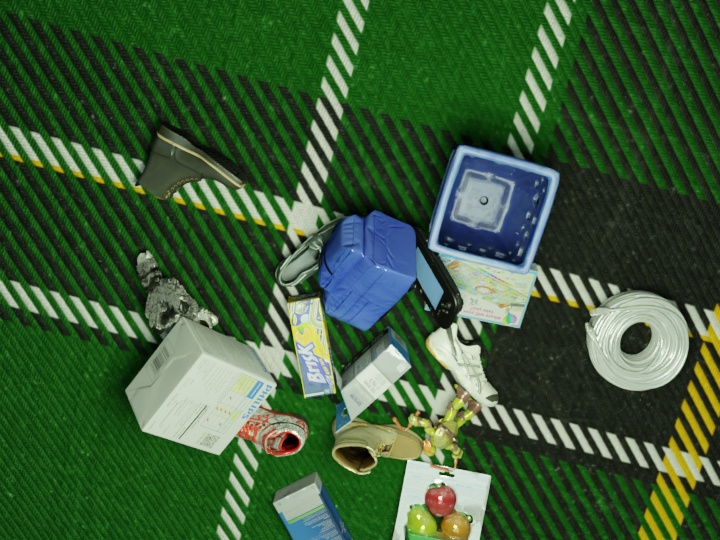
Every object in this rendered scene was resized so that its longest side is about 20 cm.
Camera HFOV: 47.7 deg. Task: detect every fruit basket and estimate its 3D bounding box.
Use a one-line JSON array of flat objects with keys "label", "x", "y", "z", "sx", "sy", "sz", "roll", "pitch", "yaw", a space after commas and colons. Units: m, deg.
[{"label": "fruit basket", "x": 0.168, "y": 0.512, "z": 1.719, "sx": 0.183, "sy": 0.094, "sz": 0.203, "roll": 10, "pitch": 86, "yaw": -2}]

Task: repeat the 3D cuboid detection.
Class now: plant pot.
[{"label": "plant pot", "x": 0.238, "y": -0.122, "z": 1.536, "sx": 0.197, "sy": 0.180, "sz": 0.202, "roll": 15, "pitch": 100, "yaw": -3}]

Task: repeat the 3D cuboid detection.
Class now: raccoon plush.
[{"label": "raccoon plush", "x": -0.360, "y": 0.053, "z": 1.641, "sx": 0.096, "sy": 0.134, "sz": 0.202, "roll": -25, "pitch": 68, "yaw": 20}]

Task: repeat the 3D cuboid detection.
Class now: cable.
[{"label": "cable", "x": 0.556, "y": 0.141, "z": 1.643, "sx": 0.198, "sy": 0.069, "sz": 0.202, "roll": -17, "pitch": 101, "yaw": 3}]

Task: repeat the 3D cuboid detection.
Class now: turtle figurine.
[{"label": "turtle figurine", "x": 0.168, "y": 0.313, "z": 1.649, "sx": 0.200, "sy": 0.064, "sz": 0.162, "roll": 43, "pitch": 81, "yaw": -24}]

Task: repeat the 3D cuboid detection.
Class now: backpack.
[{"label": "backpack", "x": 0.000, "y": 0.000, "z": 1.554, "sx": 0.166, "sy": 0.164, "sz": 0.200, "roll": 24, "pitch": 133, "yaw": -14}]

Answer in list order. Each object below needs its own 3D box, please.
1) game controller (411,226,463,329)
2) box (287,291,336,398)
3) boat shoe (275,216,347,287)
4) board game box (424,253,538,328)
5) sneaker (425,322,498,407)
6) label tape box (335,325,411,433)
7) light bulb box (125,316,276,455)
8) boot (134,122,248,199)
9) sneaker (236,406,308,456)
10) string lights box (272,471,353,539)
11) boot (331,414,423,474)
[{"label": "game controller", "x": 0.134, "y": 0.013, "z": 1.568, "sx": 0.042, "sy": 0.201, "sz": 0.105, "roll": -9, "pitch": 146, "yaw": -30}, {"label": "box", "x": -0.097, "y": 0.150, "z": 1.649, "sx": 0.069, "sy": 0.064, "sz": 0.203, "roll": -9, "pitch": 101, "yaw": 2}, {"label": "boat shoe", "x": -0.085, "y": -0.033, "z": 1.614, "sx": 0.199, "sy": 0.062, "sz": 0.073, "roll": -35, "pitch": 99, "yaw": 7}, {"label": "board game box", "x": 0.237, "y": 0.033, "z": 1.619, "sx": 0.197, "sy": 0.034, "sz": 0.136, "roll": 11, "pitch": 120, "yaw": -2}, {"label": "sneaker", "x": 0.224, "y": 0.189, "z": 1.650, "sx": 0.088, "sy": 0.076, "sz": 0.200, "roll": -43, "pitch": 100, "yaw": 4}, {"label": "label tape box", "x": 0.006, "y": 0.213, "z": 1.620, "sx": 0.200, "sy": 0.143, "sz": 0.066, "roll": -41, "pitch": 99, "yaw": 7}, {"label": "light bulb box", "x": -0.310, "y": 0.228, "z": 1.590, "sx": 0.199, "sy": 0.125, "sz": 0.199, "roll": -50, "pitch": 135, "yaw": 8}, {"label": "boot", "x": -0.330, "y": -0.177, "z": 1.589, "sx": 0.199, "sy": 0.077, "sz": 0.139, "roll": 33, "pitch": 104, "yaw": 8}, {"label": "sneaker", "x": -0.206, "y": 0.325, "z": 1.661, "sx": 0.199, "sy": 0.108, "sz": 0.068, "roll": 8, "pitch": 101, "yaw": -1}, {"label": "string lights box", "x": -0.094, "y": 0.543, "z": 1.727, "sx": 0.102, "sy": 0.059, "sz": 0.202, "roll": -26, "pitch": 100, "yaw": 5}, {"label": "boot", "x": 0.037, "y": 0.361, "z": 1.642, "sx": 0.198, "sy": 0.156, "sz": 0.074, "roll": 18, "pitch": 100, "yaw": -4}]
